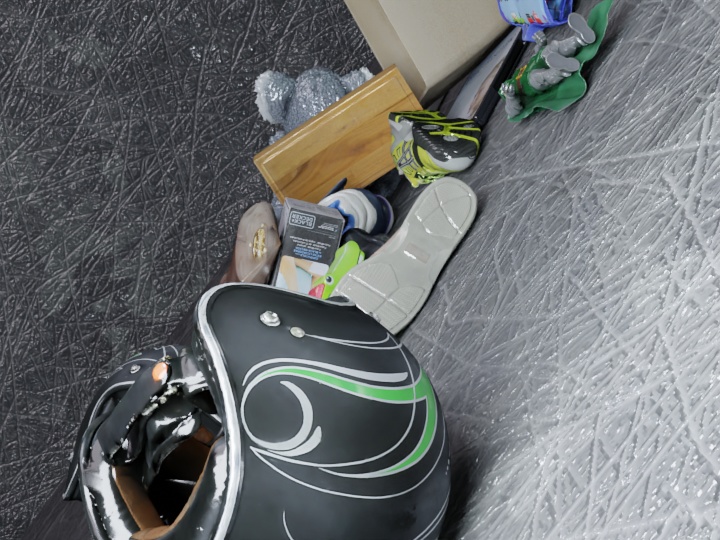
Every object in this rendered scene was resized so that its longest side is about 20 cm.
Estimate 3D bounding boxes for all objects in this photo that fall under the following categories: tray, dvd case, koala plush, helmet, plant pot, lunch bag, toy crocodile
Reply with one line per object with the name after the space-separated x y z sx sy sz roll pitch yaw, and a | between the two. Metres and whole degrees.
-0.016 -0.145 1.610 0.199 0.099 0.037 -33 14 7 | tray
0.137 -0.204 1.614 0.143 0.017 0.201 -43 14 52 | dvd case
-0.042 -0.159 1.687 0.184 0.176 0.201 -76 -13 -53 | koala plush
-0.041 0.109 0.783 0.199 0.190 0.202 -14 71 46 | helmet
0.098 -0.332 1.690 0.176 0.201 0.200 -29 -2 -6 | plant pot
0.191 -0.354 1.513 0.150 0.093 0.202 -148 59 -72 | lunch bag
-0.184 0.170 1.348 0.192 0.199 0.200 -62 10 -9 | helmet
-0.038 0.069 1.278 0.067 0.061 0.202 159 127 -73 | toy crocodile

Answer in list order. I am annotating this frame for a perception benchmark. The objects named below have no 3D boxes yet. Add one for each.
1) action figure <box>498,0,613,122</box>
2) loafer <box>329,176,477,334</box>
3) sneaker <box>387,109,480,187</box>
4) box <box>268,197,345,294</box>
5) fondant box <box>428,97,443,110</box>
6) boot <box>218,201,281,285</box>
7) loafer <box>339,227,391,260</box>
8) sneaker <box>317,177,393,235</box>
0.169 -0.183 1.284 0.119 0.054 0.200 -59 6 -11 | action figure
0.036 0.005 1.246 0.200 0.072 0.063 -50 -9 -14 | loafer
0.083 -0.127 1.500 0.200 0.075 0.077 -130 37 -71 | sneaker
-0.070 0.031 1.443 0.117 0.060 0.202 -128 51 -81 | box
0.043 -0.188 1.911 0.144 0.058 0.201 -46 13 42 | fondant box
-0.129 0.046 1.421 0.200 0.064 0.188 125 155 -61 | boot
0.000 0.000 1.397 0.070 0.068 0.200 -46 12 -7 | loafer
-0.054 -0.016 1.572 0.200 0.081 0.146 -46 -14 17 | sneaker
